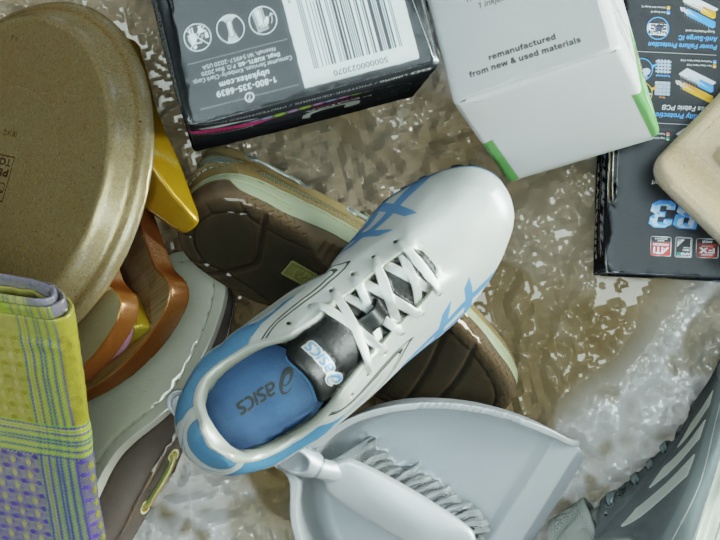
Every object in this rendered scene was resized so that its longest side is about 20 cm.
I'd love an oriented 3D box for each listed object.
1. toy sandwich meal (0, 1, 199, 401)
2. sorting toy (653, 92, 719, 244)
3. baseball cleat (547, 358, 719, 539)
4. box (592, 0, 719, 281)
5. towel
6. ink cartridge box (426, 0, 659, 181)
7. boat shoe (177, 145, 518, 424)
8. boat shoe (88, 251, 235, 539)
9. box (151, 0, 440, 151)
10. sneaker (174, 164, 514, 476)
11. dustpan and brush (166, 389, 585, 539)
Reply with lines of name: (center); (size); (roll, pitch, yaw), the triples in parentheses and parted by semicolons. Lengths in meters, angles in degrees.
toy sandwich meal: (-0.153, -0.032, 1.324); (0.205, 0.070, 0.206); (-15, 67, 37)
sorting toy: (0.273, -0.053, 1.324); (0.185, 0.036, 0.200); (44, 83, 9)
baseball cleat: (0.151, 0.110, 1.356); (0.106, 0.070, 0.201); (9, 66, 30)
box: (0.222, -0.091, 1.371); (0.199, 0.050, 0.200); (2, 90, -2)
towel: (-0.186, 0.076, 1.255); (0.143, 0.023, 0.201); (7, 128, 17)
ink cartridge box: (0.072, -0.163, 1.291); (0.084, 0.145, 0.201); (-17, 74, 10)
boat shoe: (0.000, 0.000, 1.352); (0.200, 0.076, 0.072); (37, 120, -21)
boat shoe: (-0.121, 0.084, 1.351); (0.072, 0.059, 0.201); (28, 86, 32)
box: (-0.037, -0.125, 1.286); (0.122, 0.200, 0.107); (-14, 90, -2)
sneaker: (-0.003, 0.027, 1.272); (0.200, 0.072, 0.072); (-41, 104, -4)
dustpan and brush: (-0.005, 0.104, 1.335); (0.199, 0.057, 0.140); (29, 106, -4)
